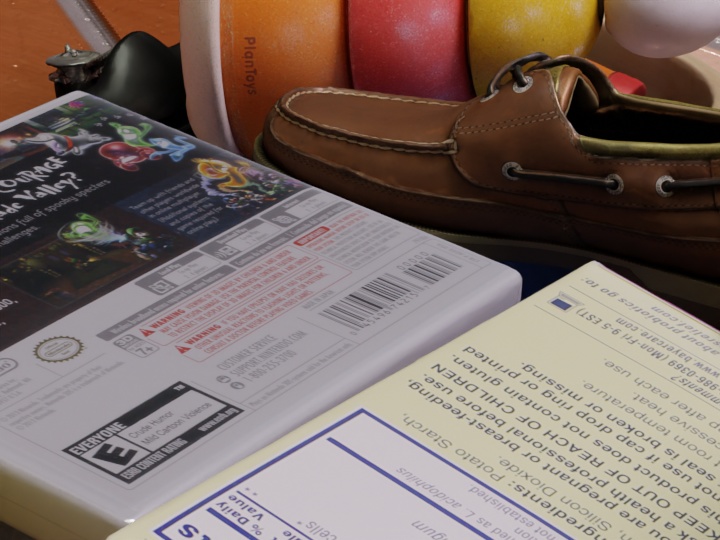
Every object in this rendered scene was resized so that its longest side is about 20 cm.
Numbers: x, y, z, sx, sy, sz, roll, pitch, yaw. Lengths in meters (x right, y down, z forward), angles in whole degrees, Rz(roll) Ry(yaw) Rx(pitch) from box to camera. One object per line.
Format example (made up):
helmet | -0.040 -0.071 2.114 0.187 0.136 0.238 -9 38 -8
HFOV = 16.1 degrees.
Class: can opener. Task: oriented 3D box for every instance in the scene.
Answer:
can opener | -0.070 -0.074 1.032 0.063 0.079 0.200 -16 15 28

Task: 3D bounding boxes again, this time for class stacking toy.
stacking toy | 0.040 -0.102 0.941 0.199 0.147 0.146 5 29 11

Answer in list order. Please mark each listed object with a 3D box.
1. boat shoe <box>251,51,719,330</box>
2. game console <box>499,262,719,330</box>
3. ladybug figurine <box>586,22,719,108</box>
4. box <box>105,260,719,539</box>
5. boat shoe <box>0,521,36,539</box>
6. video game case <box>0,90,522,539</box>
boat shoe | 0.062 -0.040 0.839 0.199 0.068 0.072 13 29 12
game console | 0.000 0.000 0.839 0.170 0.119 0.200 29 13 -33
ladybug figurine | 0.075 -0.059 1.041 0.199 0.072 0.136 29 34 21
box | 0.022 0.120 0.624 0.096 0.177 0.200 31 34 26
boat shoe | -0.126 0.060 0.780 0.199 0.072 0.062 18 16 -14
video game case | -0.078 0.010 0.755 0.181 0.023 0.200 23 31 27
